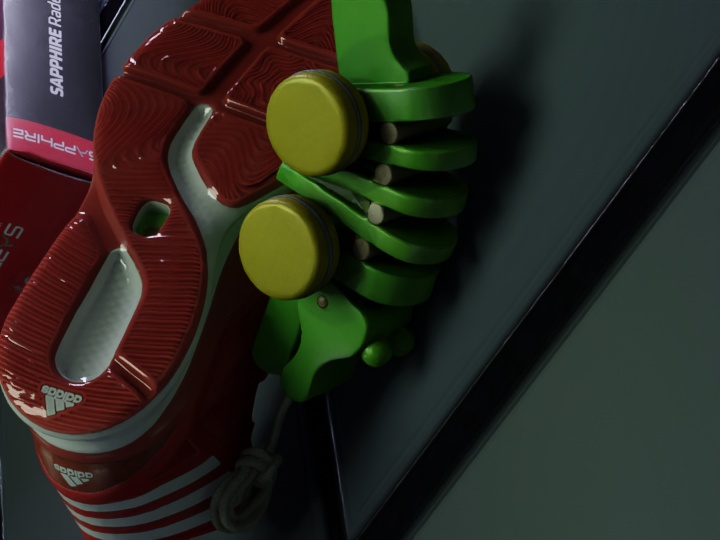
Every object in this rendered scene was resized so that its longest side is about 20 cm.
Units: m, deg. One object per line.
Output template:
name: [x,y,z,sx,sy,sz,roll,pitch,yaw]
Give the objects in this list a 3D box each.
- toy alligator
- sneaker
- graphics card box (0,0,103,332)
toy alligator: [0.000,0.000,0.859,0.054,0.059,0.201,25,115,28]
sneaker: [-0.050,0.002,0.930,0.200,0.078,0.116,-55,-24,-32]
graphics card box: [-0.157,-0.074,1.244,0.126,0.051,0.201,-53,30,39]
